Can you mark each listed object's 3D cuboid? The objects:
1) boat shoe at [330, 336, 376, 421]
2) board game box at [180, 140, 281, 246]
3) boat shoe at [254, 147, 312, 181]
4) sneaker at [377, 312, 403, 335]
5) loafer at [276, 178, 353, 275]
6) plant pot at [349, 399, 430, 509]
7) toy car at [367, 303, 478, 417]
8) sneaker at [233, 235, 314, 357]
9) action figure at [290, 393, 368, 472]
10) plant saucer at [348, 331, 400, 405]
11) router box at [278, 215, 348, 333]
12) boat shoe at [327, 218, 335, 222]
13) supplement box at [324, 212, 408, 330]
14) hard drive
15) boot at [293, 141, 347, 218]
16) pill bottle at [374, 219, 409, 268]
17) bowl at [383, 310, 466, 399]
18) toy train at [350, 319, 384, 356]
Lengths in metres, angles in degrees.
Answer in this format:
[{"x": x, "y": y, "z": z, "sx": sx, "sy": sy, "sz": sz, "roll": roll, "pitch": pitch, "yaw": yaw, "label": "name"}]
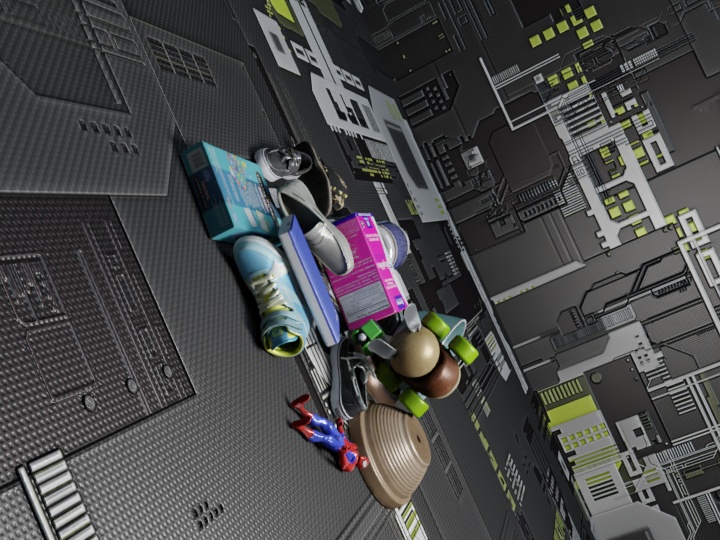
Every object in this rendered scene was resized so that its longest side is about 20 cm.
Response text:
[{"x": -0.013, "y": 0.184, "z": 1.449, "sx": 0.074, "sy": 0.068, "sz": 0.199, "roll": 58, "pitch": 18, "yaw": -25, "label": "boat shoe"}, {"x": -0.204, "y": -0.118, "z": 1.326, "sx": 0.151, "sy": 0.047, "sz": 0.200, "roll": 68, "pitch": 16, "yaw": 12, "label": "board game box"}, {"x": -0.148, "y": -0.218, "z": 1.614, "sx": 0.070, "sy": 0.066, "sz": 0.200, "roll": 67, "pitch": 16, "yaw": 7, "label": "boat shoe"}, {"x": 0.010, "y": 0.058, "z": 1.669, "sx": 0.200, "sy": 0.074, "sz": 0.087, "roll": 53, "pitch": 23, "yaw": 22, "label": "sneaker"}, {"x": -0.084, "y": -0.070, "z": 1.422, "sx": 0.200, "sy": 0.070, "sz": 0.070, "roll": 53, "pitch": 25, "yaw": -9, "label": "loafer"}, {"x": 0.067, "y": 0.322, "z": 1.459, "sx": 0.201, "sy": 0.093, "sz": 0.201, "roll": 57, "pitch": 18, "yaw": -30, "label": "plant pot"}, {"x": 0.087, "y": 0.138, "z": 1.432, "sx": 0.158, "sy": 0.164, "sz": 0.200, "roll": 41, "pitch": -4, "yaw": 41, "label": "toy car"}, {"x": -0.137, "y": 0.048, "z": 1.245, "sx": 0.200, "sy": 0.079, "sz": 0.131, "roll": 57, "pitch": 17, "yaw": -24, "label": "sneaker"}, {"x": -0.041, "y": 0.271, "z": 1.282, "sx": 0.200, "sy": 0.052, "sz": 0.065, "roll": 53, "pitch": 16, "yaw": -43, "label": "action figure"}, {"x": 0.036, "y": 0.191, "z": 1.665, "sx": 0.200, "sy": 0.032, "sz": 0.200, "roll": 55, "pitch": 18, "yaw": -28, "label": "plant saucer"}, {"x": -0.086, "y": 0.006, "z": 1.506, "sx": 0.200, "sy": 0.052, "sz": 0.157, "roll": 50, "pitch": 22, "yaw": -42, "label": "router box"}, {"x": -0.061, "y": -0.061, "z": 1.666, "sx": 0.200, "sy": 0.064, "sz": 0.071, "roll": 12, "pitch": 67, "yaw": -72, "label": "boat shoe"}, {"x": 0.000, "y": 0.000, "z": 1.509, "sx": 0.200, "sy": 0.103, "sz": 0.101, "roll": 69, "pitch": 18, "yaw": 3, "label": "supplement box"}, {"x": -0.084, "y": 0.013, "z": 1.330, "sx": 0.132, "sy": 0.025, "sz": 0.200, "roll": -99, "pitch": 167, "yaw": -74, "label": "hard drive"}, {"x": -0.079, "y": -0.174, "z": 1.765, "sx": 0.151, "sy": 0.073, "sz": 0.200, "roll": 39, "pitch": 25, "yaw": -57, "label": "boot"}, {"x": 0.035, "y": -0.047, "z": 1.657, "sx": 0.116, "sy": 0.116, "sz": 0.200, "roll": 65, "pitch": 17, "yaw": 1, "label": "pill bottle"}, {"x": 0.120, "y": 0.163, "z": 1.632, "sx": 0.105, "sy": 0.201, "sz": 0.201, "roll": 29, "pitch": 7, "yaw": 17, "label": "bowl"}, {"x": 0.018, "y": 0.124, "z": 1.483, "sx": 0.042, "sy": 0.056, "sz": 0.200, "roll": 49, "pitch": -4, "yaw": 10, "label": "toy train"}]
